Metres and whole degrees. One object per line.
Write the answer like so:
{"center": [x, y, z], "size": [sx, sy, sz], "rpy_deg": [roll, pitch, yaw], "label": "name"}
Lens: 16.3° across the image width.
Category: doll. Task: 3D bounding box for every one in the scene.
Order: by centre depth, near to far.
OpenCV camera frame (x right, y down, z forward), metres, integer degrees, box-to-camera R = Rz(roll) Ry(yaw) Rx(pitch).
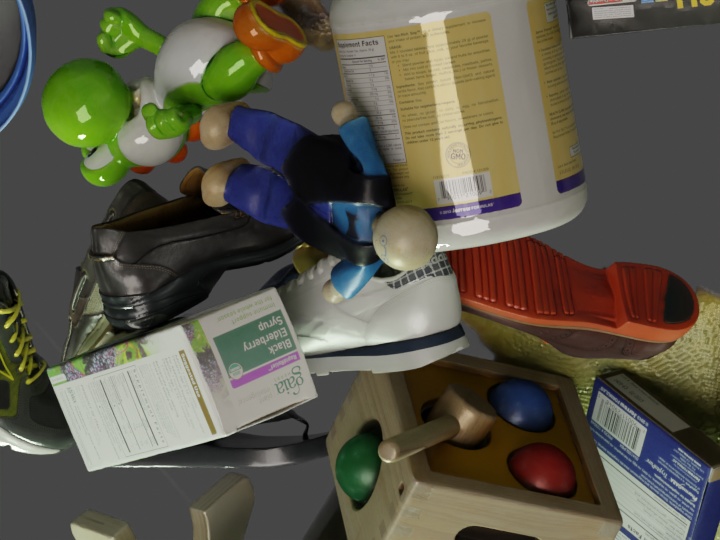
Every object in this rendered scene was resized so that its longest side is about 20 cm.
{"center": [-0.022, -0.043, 1.568], "size": [0.200, 0.048, 0.137], "rpy_deg": [24, 122, 45], "label": "doll"}

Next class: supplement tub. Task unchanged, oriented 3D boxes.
{"center": [0.059, -0.122, 1.590], "size": [0.145, 0.145, 0.200], "rpy_deg": [-8, 99, 14], "label": "supplement tub"}

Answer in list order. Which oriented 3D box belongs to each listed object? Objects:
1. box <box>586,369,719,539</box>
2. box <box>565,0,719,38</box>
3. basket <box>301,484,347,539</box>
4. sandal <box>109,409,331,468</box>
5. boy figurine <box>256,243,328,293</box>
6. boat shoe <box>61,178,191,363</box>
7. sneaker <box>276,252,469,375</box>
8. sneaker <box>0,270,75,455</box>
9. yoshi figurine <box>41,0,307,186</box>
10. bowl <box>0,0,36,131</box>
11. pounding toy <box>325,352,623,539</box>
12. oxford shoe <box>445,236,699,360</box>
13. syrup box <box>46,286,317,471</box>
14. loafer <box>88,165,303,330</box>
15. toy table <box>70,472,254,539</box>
{"center": [0.195, 0.185, 1.787], "size": [0.121, 0.032, 0.200], "rpy_deg": [40, 130, 38], "label": "box"}
{"center": [0.219, -0.235, 1.573], "size": [0.199, 0.049, 0.160], "rpy_deg": [-5, 121, 13], "label": "box"}
{"center": [0.015, 0.233, 1.789], "size": [0.180, 0.200, 0.136], "rpy_deg": [26, 120, -6], "label": "basket"}
{"center": [-0.104, 0.119, 1.824], "size": [0.200, 0.076, 0.043], "rpy_deg": [-2, 93, 10], "label": "sandal"}
{"center": [0.000, 0.000, 1.739], "size": [0.124, 0.064, 0.200], "rpy_deg": [42, 120, -11], "label": "boy figurine"}
{"center": [-0.169, 0.012, 1.777], "size": [0.065, 0.073, 0.200], "rpy_deg": [55, 136, 22], "label": "boat shoe"}
{"center": [-0.019, 0.026, 1.678], "size": [0.200, 0.076, 0.081], "rpy_deg": [-7, 101, 31], "label": "sneaker"}
{"center": [-0.267, 0.051, 1.808], "size": [0.085, 0.075, 0.200], "rpy_deg": [-38, 107, 26], "label": "sneaker"}
{"center": [-0.137, -0.132, 1.670], "size": [0.200, 0.112, 0.112], "rpy_deg": [-39, 91, 29], "label": "yoshi figurine"}
{"center": [-0.315, -0.168, 1.712], "size": [0.200, 0.039, 0.201], "rpy_deg": [5, 120, 8], "label": "bowl"}
{"center": [0.065, 0.132, 1.700], "size": [0.200, 0.184, 0.142], "rpy_deg": [13, 123, -20], "label": "pounding toy"}
{"center": [0.127, 0.028, 1.710], "size": [0.200, 0.071, 0.073], "rpy_deg": [13, 142, -15], "label": "oxford shoe"}
{"center": [-0.121, 0.074, 1.668], "size": [0.200, 0.079, 0.082], "rpy_deg": [-20, 93, 56], "label": "syrup box"}
{"center": [-0.093, -0.037, 1.672], "size": [0.073, 0.200, 0.072], "rpy_deg": [12, 128, 49], "label": "loafer"}
{"center": [-0.135, 0.246, 1.846], "size": [0.200, 0.184, 0.117], "rpy_deg": [3, 124, 33], "label": "toy table"}
